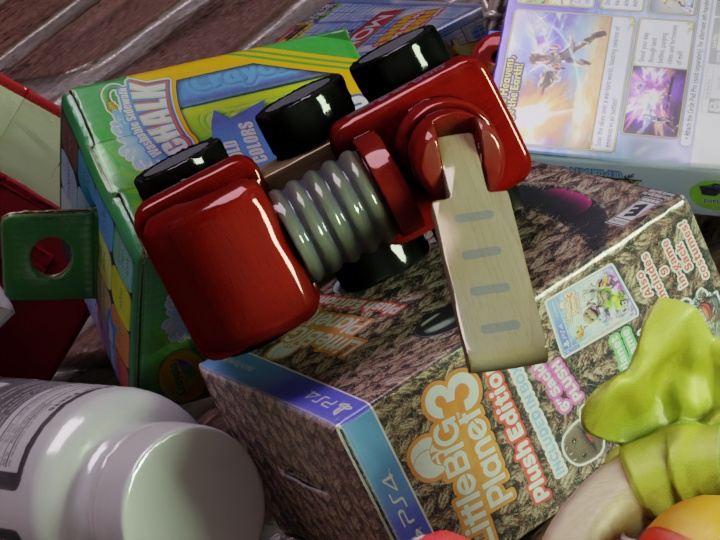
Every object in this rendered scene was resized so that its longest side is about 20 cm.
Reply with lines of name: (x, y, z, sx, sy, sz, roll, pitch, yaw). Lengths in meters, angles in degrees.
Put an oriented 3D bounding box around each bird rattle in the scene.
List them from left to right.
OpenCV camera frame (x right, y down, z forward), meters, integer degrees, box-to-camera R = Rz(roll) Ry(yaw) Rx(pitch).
bird rattle: (0.112, 0.111, 1.123, 0.163, 0.113, 0.200, 21, 51, 43)

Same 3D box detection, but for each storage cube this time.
storage cube: (-0.237, -0.007, 1.632, 0.180, 0.171, 0.200, -58, 10, 15)

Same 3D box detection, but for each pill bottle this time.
pill bottle: (-0.136, 0.110, 1.404, 0.111, 0.111, 0.200, -38, 23, -30)

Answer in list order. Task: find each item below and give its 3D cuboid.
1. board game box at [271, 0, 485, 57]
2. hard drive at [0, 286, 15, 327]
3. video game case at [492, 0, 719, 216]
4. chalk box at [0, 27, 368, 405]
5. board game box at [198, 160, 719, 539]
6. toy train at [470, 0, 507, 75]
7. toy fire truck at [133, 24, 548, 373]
board game box: (-0.004, -0.115, 1.876, 0.199, 0.062, 0.200, -3, 30, 49)
hard drive: (-0.280, 0.040, 1.499, 0.200, 0.132, 0.027, -44, -29, 14)
video game case: (0.165, -0.122, 1.487, 0.181, 0.046, 0.201, 6, 57, 10)
chalk box: (-0.080, -0.020, 1.450, 0.199, 0.125, 0.124, -15, 51, -17)
board game box: (0.053, 0.046, 1.349, 0.200, 0.097, 0.159, -33, 21, -19)
toy train: (0.122, -0.110, 1.552, 0.115, 0.201, 0.085, -10, -20, 13)
toy fire truck: (0.001, -0.012, 1.272, 0.176, 0.129, 0.200, -27, 10, -2)
